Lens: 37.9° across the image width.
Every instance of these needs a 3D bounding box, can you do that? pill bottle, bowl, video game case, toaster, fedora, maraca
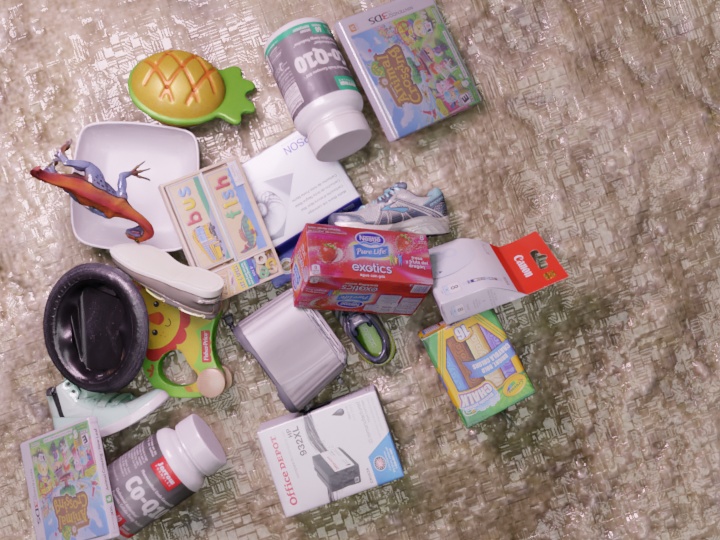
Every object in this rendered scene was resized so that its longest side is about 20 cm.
[{"bbox_3d":[-0.318,0.320,1.643,0.199,0.114,0.114,-35,91,0],"label":"pill bottle"},{"bbox_3d":[-0.351,-0.129,1.658,0.198,0.075,0.201,4,91,-1],"label":"bowl"},{"bbox_3d":[0.077,-0.322,1.637,0.181,0.022,0.201,-27,92,-27],"label":"video game case"},{"bbox_3d":[-0.451,0.335,1.613,0.199,0.022,0.183,-23,76,39],"label":"video game case"},{"bbox_3d":[-0.109,0.114,1.644,0.129,0.114,0.201,-36,89,-5],"label":"toaster"},{"bbox_3d":[-0.064,-0.276,1.615,0.112,0.113,0.201,-24,75,0],"label":"pill bottle"},{"bbox_3d":[-0.391,0.083,1.618,0.199,0.092,0.202,2,98,15],"label":"fedora"},{"bbox_3d":[-0.262,-0.282,1.641,0.198,0.107,0.138,5,62,-14],"label":"maraca"}]

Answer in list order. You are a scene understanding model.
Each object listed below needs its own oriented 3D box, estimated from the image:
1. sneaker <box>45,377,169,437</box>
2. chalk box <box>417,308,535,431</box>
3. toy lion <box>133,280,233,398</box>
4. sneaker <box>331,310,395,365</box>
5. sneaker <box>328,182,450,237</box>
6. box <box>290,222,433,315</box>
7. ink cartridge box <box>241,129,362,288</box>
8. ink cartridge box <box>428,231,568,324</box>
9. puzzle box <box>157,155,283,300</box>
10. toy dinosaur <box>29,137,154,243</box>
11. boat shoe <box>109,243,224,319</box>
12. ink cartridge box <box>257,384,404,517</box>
[{"bbox_3d":[-0.406,0.198,1.652,0.199,0.074,0.119,-22,90,11],"label":"sneaker"},{"bbox_3d":[0.188,0.163,1.640,0.123,0.125,0.201,-26,90,0],"label":"chalk box"},{"bbox_3d":[-0.305,0.102,1.672,0.190,0.069,0.202,-3,91,7],"label":"toy lion"},{"bbox_3d":[-0.008,0.063,1.658,0.074,0.081,0.201,-36,91,0],"label":"sneaker"},{"bbox_3d":[0.043,-0.094,1.659,0.198,0.078,0.087,-2,87,-17],"label":"sneaker"},{"bbox_3d":[0.000,0.000,1.600,0.198,0.100,0.096,4,57,-18],"label":"box"},{"bbox_3d":[-0.106,-0.104,1.676,0.199,0.041,0.201,-32,91,0],"label":"ink cartridge box"},{"bbox_3d":[0.200,-0.007,1.620,0.199,0.160,0.047,-21,120,1],"label":"ink cartridge box"},{"bbox_3d":[-0.215,-0.062,1.620,0.132,0.025,0.201,-24,96,-17],"label":"puzzle box"},{"bbox_3d":[-0.389,-0.098,1.552,0.181,0.200,0.105,44,119,-8],"label":"toy dinosaur"},{"bbox_3d":[-0.295,0.015,1.581,0.201,0.072,0.061,22,124,21],"label":"boat shoe"},{"bbox_3d":[-0.047,0.284,1.660,0.199,0.084,0.146,-19,91,0],"label":"ink cartridge box"}]
